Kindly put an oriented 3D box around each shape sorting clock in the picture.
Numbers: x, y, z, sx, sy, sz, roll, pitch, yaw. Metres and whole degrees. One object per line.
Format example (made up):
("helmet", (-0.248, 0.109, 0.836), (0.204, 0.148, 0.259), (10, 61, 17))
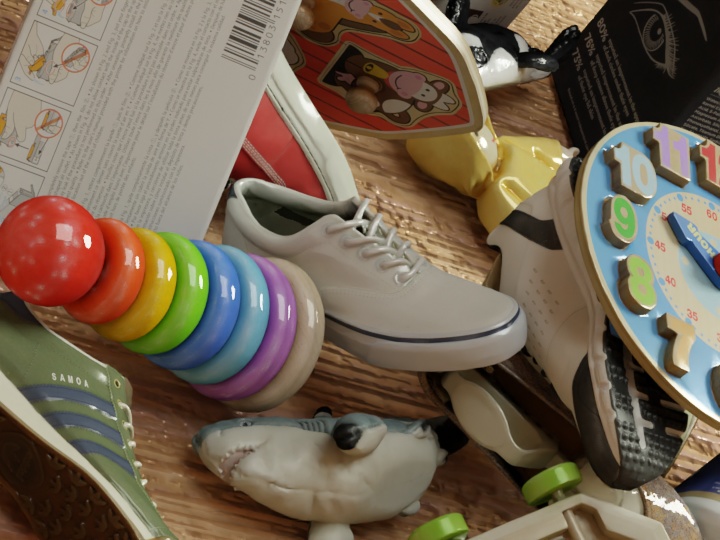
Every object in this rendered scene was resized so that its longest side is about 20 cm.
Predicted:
("shape sorting clock", (0.197, 0.003, 1.229), (0.199, 0.039, 0.201), (26, 42, -26))

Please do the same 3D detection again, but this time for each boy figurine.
("boy figurine", (0.121, -0.050, 1.474), (0.199, 0.064, 0.125), (35, 39, -14))

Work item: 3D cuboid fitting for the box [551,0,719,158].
("box", (0.241, -0.143, 1.559), (0.104, 0.200, 0.149), (17, 43, -29))

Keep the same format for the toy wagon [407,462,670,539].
("toy wagon", (0.079, 0.196, 1.145), (0.199, 0.040, 0.156), (-22, 72, -12))

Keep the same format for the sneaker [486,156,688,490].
("sneaker", (0.122, 0.038, 1.226), (0.074, 0.080, 0.201), (29, 40, -40))

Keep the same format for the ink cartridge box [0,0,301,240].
("ink cartridge box", (-0.141, -0.103, 1.185), (0.175, 0.201, 0.045), (21, 5, -27))

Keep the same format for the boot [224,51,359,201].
("boot", (-0.091, -0.061, 1.295), (0.072, 0.144, 0.200), (41, -12, 51))

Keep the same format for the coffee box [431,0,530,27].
("coffee box", (0.010, -0.224, 1.534), (0.199, 0.080, 0.114), (5, 50, -39))

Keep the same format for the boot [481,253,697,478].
("boot", (0.153, 0.029, 1.390), (0.154, 0.072, 0.201), (35, 56, -4))

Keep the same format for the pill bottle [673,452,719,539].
("pill bottle", (0.244, 0.157, 1.332), (0.111, 0.111, 0.200), (50, 37, 11))

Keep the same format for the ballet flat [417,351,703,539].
("ballet flat", (0.104, 0.107, 1.230), (0.200, 0.068, 0.067), (42, 19, 9))

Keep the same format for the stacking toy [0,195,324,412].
("stacking toy", (-0.107, 0.013, 1.141), (0.199, 0.085, 0.086), (23, 37, -50))

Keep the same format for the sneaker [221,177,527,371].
("sneaker", (0.000, 0.000, 1.223), (0.199, 0.071, 0.073), (15, 36, 29))

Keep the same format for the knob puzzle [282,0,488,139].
("knob puzzle", (-0.016, -0.125, 1.331), (0.219, 0.219, 0.031), (29, 63, -16))

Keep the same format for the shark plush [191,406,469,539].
("shark plush", (0.000, 0.089, 1.224), (0.083, 0.092, 0.199), (25, 31, 32))

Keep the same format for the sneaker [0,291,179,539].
("sneaker", (-0.134, 0.085, 1.098), (0.200, 0.067, 0.090), (44, 42, 9))

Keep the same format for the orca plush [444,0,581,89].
("orca plush", (0.089, -0.160, 1.505), (0.199, 0.105, 0.072), (-16, 94, -49))
